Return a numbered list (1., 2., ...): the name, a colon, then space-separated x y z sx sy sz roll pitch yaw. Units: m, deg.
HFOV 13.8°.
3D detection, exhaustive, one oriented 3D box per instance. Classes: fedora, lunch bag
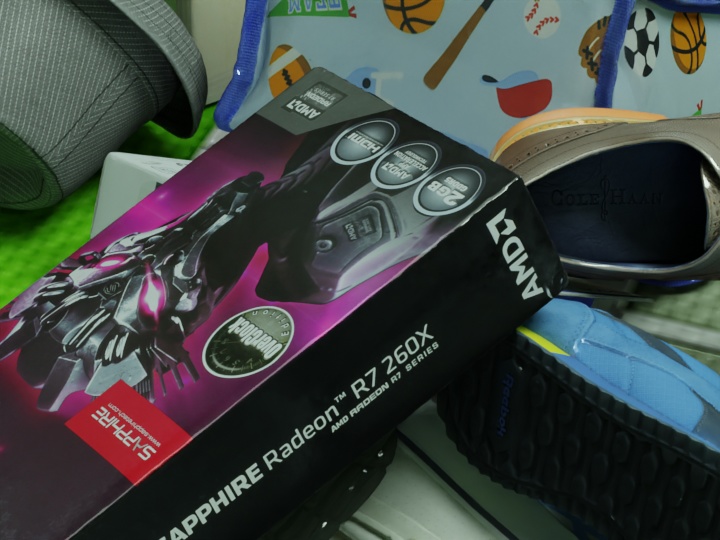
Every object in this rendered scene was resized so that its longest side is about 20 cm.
1. fedora: -0.155 -0.091 1.161 0.199 0.177 0.090 29 75 29
2. lunch bag: 0.069 -0.072 1.139 0.169 0.125 0.200 23 14 28

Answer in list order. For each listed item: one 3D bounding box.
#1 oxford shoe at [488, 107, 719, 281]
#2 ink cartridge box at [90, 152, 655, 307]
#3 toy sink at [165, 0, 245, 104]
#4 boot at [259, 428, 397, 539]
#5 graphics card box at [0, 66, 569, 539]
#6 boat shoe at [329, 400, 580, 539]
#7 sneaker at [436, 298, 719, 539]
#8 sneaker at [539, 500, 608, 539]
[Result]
1. oxford shoe: 0.138 -0.022 0.976 0.199 0.072 0.073 -6 11 8
2. ink cartridge box: 0.000 0.000 1.048 0.099 0.039 0.200 6 9 -40
3. toy sink: -0.069 -0.193 1.235 0.112 0.201 0.130 -24 45 -30
4. boot: -0.088 0.090 0.984 0.200 0.068 0.130 -44 32 -24
5. graphics card box: -0.048 0.027 0.923 0.200 0.051 0.125 -37 35 -15
6. boat shoe: 0.052 0.119 0.950 0.070 0.071 0.200 -42 53 -8
7. sneaker: 0.110 0.066 0.907 0.078 0.066 0.200 -9 34 -38
8. sneaker: 0.115 0.076 0.993 0.199 0.073 0.072 30 47 34
